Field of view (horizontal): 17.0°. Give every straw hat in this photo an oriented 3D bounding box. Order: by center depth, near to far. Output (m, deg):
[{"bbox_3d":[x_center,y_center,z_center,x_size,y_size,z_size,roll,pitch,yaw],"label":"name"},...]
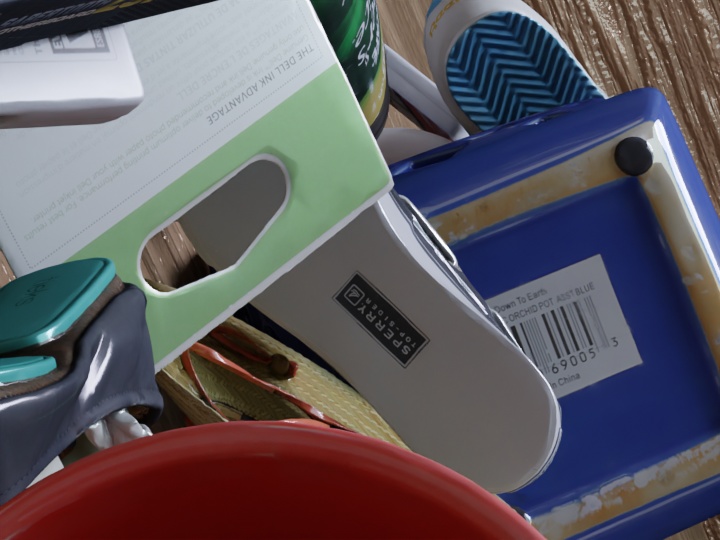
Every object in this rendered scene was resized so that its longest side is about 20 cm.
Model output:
[{"bbox_3d":[-0.031,0.089,0.842,0.200,0.085,0.201,33,7,-4],"label":"straw hat"}]

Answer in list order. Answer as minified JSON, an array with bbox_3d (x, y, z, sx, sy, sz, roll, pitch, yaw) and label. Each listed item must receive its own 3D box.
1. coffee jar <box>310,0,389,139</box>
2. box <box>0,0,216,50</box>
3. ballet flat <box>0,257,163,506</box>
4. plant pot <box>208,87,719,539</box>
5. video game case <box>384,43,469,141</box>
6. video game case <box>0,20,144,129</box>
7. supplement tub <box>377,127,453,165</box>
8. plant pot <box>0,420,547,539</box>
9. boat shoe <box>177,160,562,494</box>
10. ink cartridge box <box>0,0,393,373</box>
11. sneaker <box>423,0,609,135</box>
[{"bbox_3d":[-0.038,-0.114,0.970,0.200,0.085,0.105,71,9,-71],"label":"coffee jar"},{"bbox_3d":[-0.098,-0.142,0.636,0.199,0.051,0.159,-21,86,-54],"label":"box"},{"bbox_3d":[-0.097,0.047,0.639,0.200,0.073,0.074,-40,110,-74],"label":"ballet flat"},{"bbox_3d":[0.065,0.038,1.022,0.180,0.199,0.201,151,-83,-79],"label":"plant pot"},{"bbox_3d":[-0.010,-0.125,1.298,0.200,0.017,0.143,40,1,14],"label":"video game case"},{"bbox_3d":[-0.151,-0.130,0.625,0.182,0.023,0.202,-8,77,-53],"label":"video game case"},{"bbox_3d":[0.035,0.005,1.269,0.200,0.131,0.133,32,39,-74],"label":"supplement tub"},{"bbox_3d":[-0.017,0.159,0.581,0.178,0.199,0.202,72,2,-67],"label":"plant pot"},{"bbox_3d":[0.000,0.000,0.891,0.200,0.072,0.068,45,3,5],"label":"boat shoe"},{"bbox_3d":[-0.086,-0.077,0.759,0.048,0.145,0.201,10,-49,51],"label":"ink cartridge box"},{"bbox_3d":[0.101,-0.061,1.183,0.201,0.076,0.081,55,4,-29],"label":"sneaker"}]
